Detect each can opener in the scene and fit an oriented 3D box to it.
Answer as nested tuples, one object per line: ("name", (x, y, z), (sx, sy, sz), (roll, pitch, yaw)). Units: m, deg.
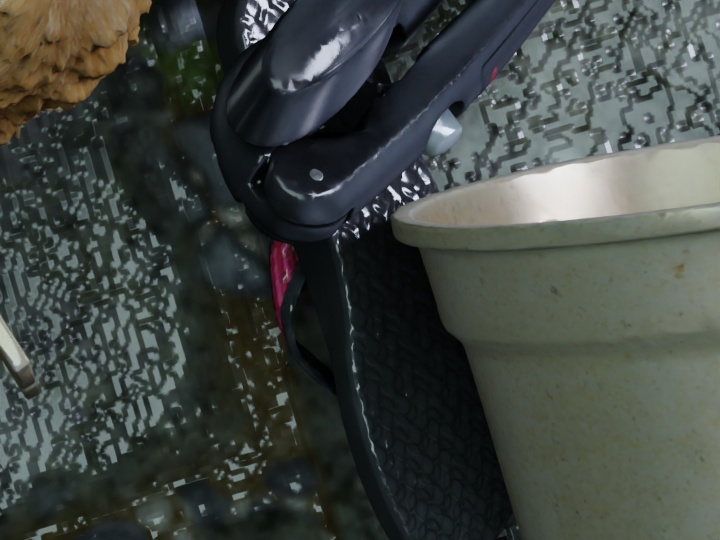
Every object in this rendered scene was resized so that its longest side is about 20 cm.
("can opener", (0.022, -0.075, 0.834), (0.063, 0.079, 0.200), (49, 47, 0))

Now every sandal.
("sandal", (0.000, 0.000, 0.864), (0.075, 0.045, 0.201), (-17, 86, -42))

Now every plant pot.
("plant pot", (0.121, 0.058, 0.806), (0.199, 0.200, 0.185), (-10, 96, -4))

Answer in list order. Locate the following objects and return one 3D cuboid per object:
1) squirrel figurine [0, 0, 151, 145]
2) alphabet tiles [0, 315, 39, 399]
("squirrel figurine", (-0.129, -0.134, 0.801), (0.186, 0.141, 0.201), (11, 90, 43))
("alphabet tiles", (-0.154, -0.050, 0.803), (0.006, 0.166, 0.200), (-33, 87, -9))
